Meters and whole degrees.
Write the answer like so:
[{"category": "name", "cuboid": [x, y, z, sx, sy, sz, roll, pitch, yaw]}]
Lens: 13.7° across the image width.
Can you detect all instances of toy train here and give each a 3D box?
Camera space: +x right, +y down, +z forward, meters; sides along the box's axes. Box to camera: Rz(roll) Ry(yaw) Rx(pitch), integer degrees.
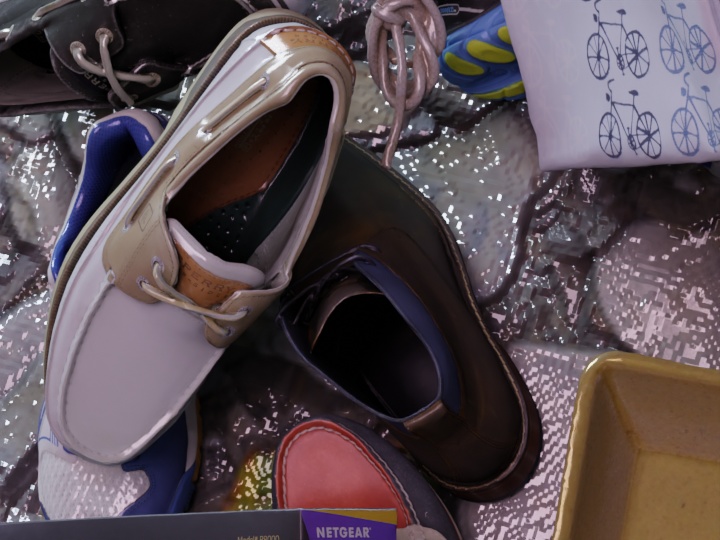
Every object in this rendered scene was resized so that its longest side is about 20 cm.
[{"category": "toy train", "cuboid": [0.013, -0.146, 1.253, 0.084, 0.116, 0.201, 7, 95, -5]}]

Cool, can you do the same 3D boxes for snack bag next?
[{"category": "snack bag", "cuboid": [0.084, -0.135, 1.108, 0.021, 0.188, 0.201, -16, 97, -19]}]

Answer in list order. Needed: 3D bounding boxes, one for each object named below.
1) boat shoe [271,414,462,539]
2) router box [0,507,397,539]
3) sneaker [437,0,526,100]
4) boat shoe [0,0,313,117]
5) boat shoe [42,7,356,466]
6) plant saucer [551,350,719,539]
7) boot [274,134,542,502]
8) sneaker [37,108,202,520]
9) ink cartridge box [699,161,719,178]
[{"category": "boat shoe", "cuboid": [0.011, 0.138, 1.148, 0.071, 0.063, 0.201, -28, 63, 11]}, {"category": "router box", "cuboid": [-0.068, 0.172, 1.147, 0.199, 0.052, 0.158, -8, 80, 47]}, {"category": "sneaker", "cuboid": [0.108, -0.143, 1.225, 0.199, 0.071, 0.083, -27, 56, 28]}, {"category": "boat shoe", "cuboid": [-0.098, -0.097, 1.265, 0.199, 0.071, 0.064, -9, 44, 49]}, {"category": "boat shoe", "cuboid": [-0.067, -0.008, 1.185, 0.074, 0.068, 0.201, 23, 100, -18]}, {"category": "plant saucer", "cuboid": [0.163, 0.147, 1.123, 0.199, 0.048, 0.201, 11, 76, 3]}, {"category": "boot", "cuboid": [0.000, 0.000, 1.222, 0.075, 0.097, 0.200, -39, 67, 6]}, {"category": "sneaker", "cuboid": [-0.108, 0.029, 1.260, 0.075, 0.088, 0.201, 2, 78, 19]}, {"category": "ink cartridge box", "cuboid": [0.227, -0.107, 1.200, 0.199, 0.041, 0.200, 26, 86, 24]}]
